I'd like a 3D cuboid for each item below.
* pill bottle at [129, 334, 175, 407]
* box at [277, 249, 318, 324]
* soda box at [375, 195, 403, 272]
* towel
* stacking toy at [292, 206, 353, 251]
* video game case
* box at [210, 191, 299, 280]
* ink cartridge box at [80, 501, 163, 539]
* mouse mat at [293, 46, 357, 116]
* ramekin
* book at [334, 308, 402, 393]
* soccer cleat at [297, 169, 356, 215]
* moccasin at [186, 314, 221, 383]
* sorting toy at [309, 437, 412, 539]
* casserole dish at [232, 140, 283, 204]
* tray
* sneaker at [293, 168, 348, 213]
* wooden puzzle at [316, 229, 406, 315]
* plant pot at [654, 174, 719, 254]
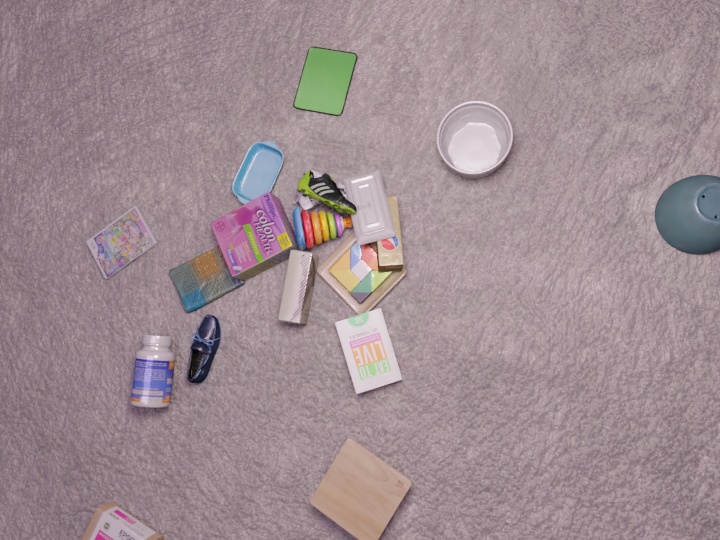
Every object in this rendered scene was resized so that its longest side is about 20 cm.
[{"bbox_3d":[-0.595,0.287,1.698,0.112,0.112,0.201,4,83,12],"label":"pill bottle"},{"bbox_3d":[-0.173,0.048,1.656,0.068,0.082,0.201,8,86,12],"label":"box"},{"bbox_3d":[0.075,-0.100,1.612,0.067,0.064,0.201,-3,74,-2],"label":"soda box"},{"bbox_3d":[-0.456,0.021,1.751,0.199,0.022,0.147,-27,79,5],"label":"towel"},{"bbox_3d":[-0.086,-0.127,1.657,0.199,0.116,0.110,-10,75,-7],"label":"stacking toy"},{"bbox_3d":[-0.740,-0.087,1.826,0.200,0.018,0.143,-34,78,6],"label":"video game case"},{"bbox_3d":[-0.299,-0.096,1.693,0.199,0.097,0.176,-26,78,7],"label":"box"},{"bbox_3d":[-0.688,0.785,1.670,0.199,0.075,0.165,25,89,15],"label":"ink cartridge box"},{"bbox_3d":[-0.106,-0.566,1.761,0.160,0.008,0.201,14,87,14],"label":"mouse mat"},{"bbox_3d":[0.308,-0.344,1.593,0.199,0.105,0.201,-1,83,11],"label":"ramekin"},{"bbox_3d":[0.023,0.217,1.604,0.133,0.048,0.201,-18,84,3],"label":"book"},{"bbox_3d":[-0.085,-0.215,1.601,0.200,0.068,0.081,28,85,26],"label":"soccer cleat"},{"bbox_3d":[-0.450,0.227,1.696,0.080,0.068,0.201,6,84,13],"label":"moccasin"},{"bbox_3d":[0.005,0.578,1.553,0.200,0.070,0.199,32,90,14],"label":"sorting toy"},{"bbox_3d":[-0.298,-0.285,1.748,0.121,0.039,0.201,24,87,14],"label":"casserole dish"},{"bbox_3d":[0.022,-0.174,1.592,0.107,0.022,0.201,-14,73,4],"label":"tray"},{"bbox_3d":[-0.098,-0.201,1.678,0.200,0.075,0.115,31,90,19],"label":"sneaker"},{"bbox_3d":[0.000,0.000,1.648,0.185,0.037,0.200,-45,76,3],"label":"wooden puzzle"},{"bbox_3d":[0.843,-0.148,1.438,0.199,0.135,0.201,-2,82,12],"label":"plant pot"}]
